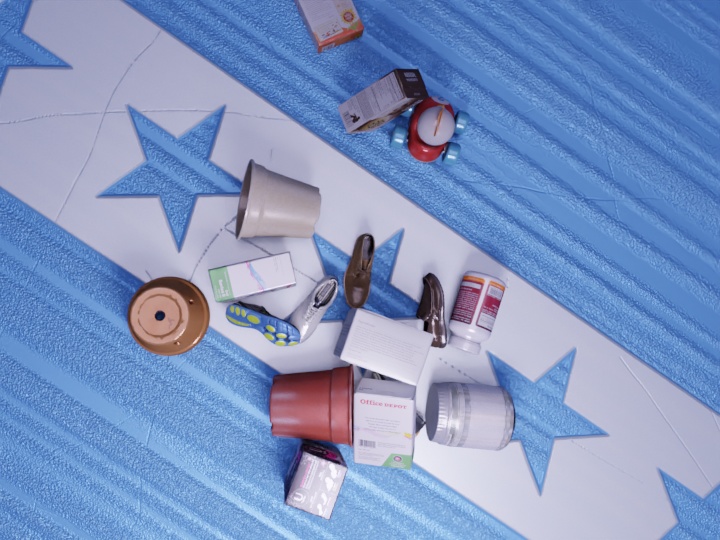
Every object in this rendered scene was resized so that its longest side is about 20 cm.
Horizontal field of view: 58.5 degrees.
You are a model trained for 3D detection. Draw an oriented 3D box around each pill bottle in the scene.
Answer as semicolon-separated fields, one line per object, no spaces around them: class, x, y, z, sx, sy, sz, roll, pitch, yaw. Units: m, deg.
pill bottle;0.295;0.111;1.665;0.113;0.113;0.200;20;83;-5

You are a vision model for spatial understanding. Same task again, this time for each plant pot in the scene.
plant pot;-0.115;0.328;1.569;0.195;0.201;0.201;0;86;1
plant pot;-0.474;0.109;1.561;0.200;0.140;0.200;1;85;-6
plant pot;-0.202;-0.159;1.602;0.183;0.200;0.201;10;84;-18

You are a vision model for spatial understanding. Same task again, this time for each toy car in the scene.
toy car;0.193;-0.380;1.647;0.184;0.200;0.177;17;84;-5

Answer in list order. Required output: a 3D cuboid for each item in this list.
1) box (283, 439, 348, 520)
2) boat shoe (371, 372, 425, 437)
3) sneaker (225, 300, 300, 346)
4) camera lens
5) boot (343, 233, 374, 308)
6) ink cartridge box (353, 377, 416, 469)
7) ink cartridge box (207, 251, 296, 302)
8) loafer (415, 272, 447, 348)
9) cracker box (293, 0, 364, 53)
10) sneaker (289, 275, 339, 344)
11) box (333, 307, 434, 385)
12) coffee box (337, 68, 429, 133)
box;-0.112;0.490;1.542;0.115;0.200;0.132;21;83;-6
boat shoe;0.096;0.336;1.646;0.062;0.075;0.200;-37;95;-13
sneaker;-0.237;0.125;1.612;0.199;0.083;0.071;23;114;5
camera lens;0.277;0.365;1.618;0.200;0.160;0.160;6;85;-6
boot;0.000;0.000;1.659;0.074;0.075;0.200;10;86;-8
ink cartridge box;0.061;0.374;1.578;0.145;0.084;0.200;4;110;11
ink cartridge box;-0.262;0.018;1.590;0.200;0.145;0.088;-15;88;-8
loafer;0.180;0.106;1.671;0.071;0.073;0.200;-6;86;-8
cracker box;-0.092;-0.699;1.711;0.134;0.058;0.200;-24;90;-9
sneaker;-0.122;0.097;1.637;0.073;0.071;0.200;30;83;-3
box;0.051;0.184;1.586;0.200;0.199;0.131;20;84;-5
coffee box;0.057;-0.426;1.625;0.113;0.200;0.080;-20;88;-52
